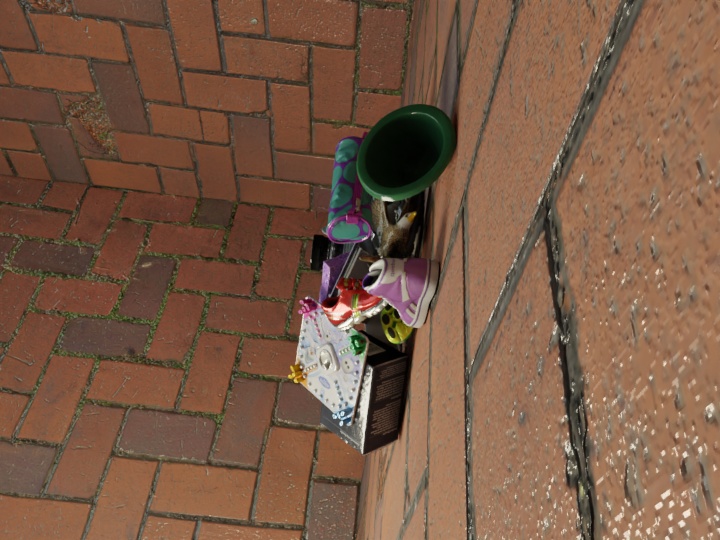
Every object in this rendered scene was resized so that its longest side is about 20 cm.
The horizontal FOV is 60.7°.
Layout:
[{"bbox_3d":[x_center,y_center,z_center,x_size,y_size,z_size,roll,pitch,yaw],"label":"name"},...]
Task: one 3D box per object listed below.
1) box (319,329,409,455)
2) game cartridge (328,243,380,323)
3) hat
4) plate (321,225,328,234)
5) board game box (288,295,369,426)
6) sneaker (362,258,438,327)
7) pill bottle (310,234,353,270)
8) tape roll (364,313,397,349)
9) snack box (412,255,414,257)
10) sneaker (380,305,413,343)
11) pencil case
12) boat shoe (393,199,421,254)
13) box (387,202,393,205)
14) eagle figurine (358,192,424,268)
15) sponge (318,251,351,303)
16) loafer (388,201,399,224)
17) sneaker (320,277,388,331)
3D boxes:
[{"bbox_3d":[0.005,0.248,1.268,0.147,0.104,0.202,25,116,43],"label":"box"},{"bbox_3d":[0.010,0.010,1.281,0.129,0.038,0.201,17,-79,-52],"label":"game cartridge"},{"bbox_3d":[0.101,-0.154,1.000,0.176,0.165,0.201,41,-163,-49],"label":"hat"},{"bbox_3d":[0.009,-0.096,1.440,0.200,0.198,0.026,-84,0,-76],"label":"plate"},{"bbox_3d":[-0.072,0.182,1.245,0.199,0.026,0.202,32,120,42],"label":"board game box"},{"bbox_3d":[0.059,0.031,1.004,0.201,0.113,0.073,94,-179,-61],"label":"sneaker"},{"bbox_3d":[-0.017,-0.033,1.463,0.112,0.198,0.113,-174,90,-90],"label":"pill bottle"},{"bbox_3d":[0.050,0.150,1.425,0.202,0.070,0.205,-5,-90,-87],"label":"tape roll"},{"bbox_3d":[0.101,-0.018,1.464,0.200,0.037,0.117,-85,2,-75],"label":"snack box"},{"bbox_3d":[0.083,0.081,1.232,0.201,0.073,0.084,-87,-21,-56],"label":"sneaker"},{"bbox_3d":[-0.011,-0.147,1.105,0.093,0.084,0.201,128,151,-53],"label":"pencil case"},{"bbox_3d":[0.101,-0.123,1.309,0.074,0.060,0.202,97,179,-61],"label":"boat shoe"},{"bbox_3d":[0.064,-0.216,1.415,0.051,0.157,0.201,54,152,35],"label":"box"},{"bbox_3d":[0.063,-0.080,1.178,0.152,0.150,0.201,48,-154,-47],"label":"eagle figurine"},{"bbox_3d":[0.000,0.000,1.322,0.030,0.199,0.112,40,138,35],"label":"sponge"},{"bbox_3d":[0.076,-0.128,1.397,0.070,0.070,0.200,-66,-16,20],"label":"loafer"},{"bbox_3d":[-0.001,0.041,1.111,0.200,0.085,0.077,-37,12,35],"label":"sneaker"}]
